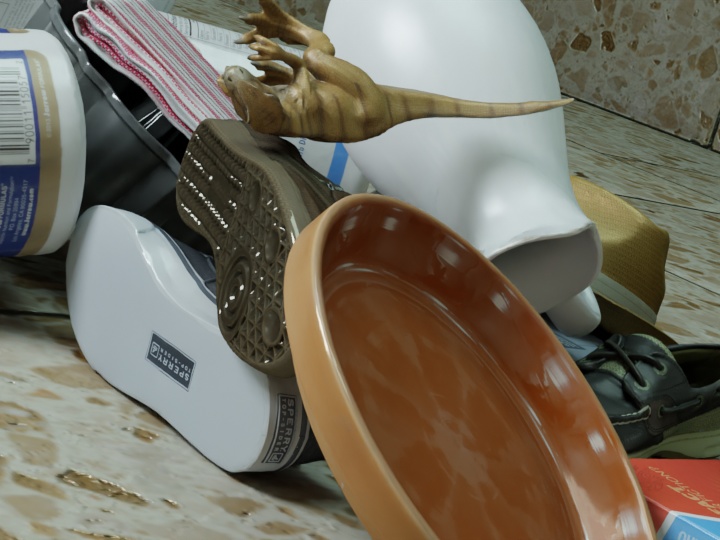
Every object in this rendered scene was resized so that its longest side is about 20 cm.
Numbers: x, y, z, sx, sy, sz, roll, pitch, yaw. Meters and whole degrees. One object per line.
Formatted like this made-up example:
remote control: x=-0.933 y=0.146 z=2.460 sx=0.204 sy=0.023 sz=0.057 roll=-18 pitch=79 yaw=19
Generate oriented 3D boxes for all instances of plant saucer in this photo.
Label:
plant saucer: x=0.041 y=0.063 z=0.682 sx=0.200 sy=0.032 sz=0.201 roll=41 pitch=27 yaw=-26

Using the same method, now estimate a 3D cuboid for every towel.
towel: x=-0.090 y=-0.090 z=1.016 sx=0.146 sy=0.030 sz=0.200 roll=48 pitch=6 yaw=-4

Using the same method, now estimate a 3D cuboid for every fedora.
fedora: x=0.140 y=-0.008 z=1.177 sx=0.200 sy=0.082 sz=0.201 roll=30 pitch=-3 yaw=2

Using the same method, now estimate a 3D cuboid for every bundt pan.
bundt pan: x=-0.128 y=-0.062 z=1.033 sx=0.202 sy=0.076 sz=0.202 roll=47 pitch=10 yaw=-11

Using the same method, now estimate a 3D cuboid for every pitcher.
pitcher: x=0.064 y=-0.063 z=0.994 sx=0.200 sy=0.121 sz=0.172 roll=66 pitch=11 yaw=26

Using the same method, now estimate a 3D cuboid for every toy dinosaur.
toy dinosaur: x=-0.006 y=-0.079 z=0.867 sx=0.200 sy=0.061 sz=0.106 roll=-10 pitch=41 yaw=-48

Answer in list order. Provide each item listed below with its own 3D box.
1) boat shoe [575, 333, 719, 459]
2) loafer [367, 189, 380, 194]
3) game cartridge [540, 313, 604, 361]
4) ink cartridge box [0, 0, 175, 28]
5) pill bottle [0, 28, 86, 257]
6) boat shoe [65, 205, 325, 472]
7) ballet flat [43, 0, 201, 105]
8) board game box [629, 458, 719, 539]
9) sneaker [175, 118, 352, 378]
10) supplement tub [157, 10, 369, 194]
boat shoe: x=0.142 y=0.064 z=0.983 sx=0.072 sy=0.066 sz=0.200 roll=27 pitch=15 yaw=38
loafer: x=0.000 y=0.000 z=1.004 sx=0.075 sy=0.070 sz=0.200 roll=48 pitch=30 yaw=12
game cartridge: x=0.069 y=0.037 z=1.098 sx=0.133 sy=0.042 sz=0.200 roll=13 pitch=11 yaw=-42
ink cartridge box: x=-0.243 y=-0.165 z=1.290 sx=0.200 sy=0.160 sz=0.047 roll=8 pitch=36 yaw=-41
pill bottle: x=-0.238 y=-0.057 z=0.859 sx=0.199 sy=0.111 sz=0.111 roll=-3 pitch=19 yaw=-28
boat shoe: x=-0.067 y=0.029 z=0.832 sx=0.068 sy=0.072 sz=0.200 roll=5 pitch=18 yaw=-39
ballet flat: x=-0.122 y=-0.107 z=1.162 sx=0.200 sy=0.071 sz=0.069 roll=55 pitch=-8 yaw=1
board game box: x=0.204 y=0.131 z=0.812 sx=0.200 sy=0.040 sz=0.153 roll=6 pitch=15 yaw=-44
sneaker: x=-0.023 y=-0.014 z=0.790 sx=0.075 sy=0.071 sz=0.200 roll=13 pitch=22 yaw=-22
supplement tub: x=-0.096 y=-0.099 z=1.272 sx=0.199 sy=0.132 sz=0.132 roll=13 pitch=11 yaw=-15
